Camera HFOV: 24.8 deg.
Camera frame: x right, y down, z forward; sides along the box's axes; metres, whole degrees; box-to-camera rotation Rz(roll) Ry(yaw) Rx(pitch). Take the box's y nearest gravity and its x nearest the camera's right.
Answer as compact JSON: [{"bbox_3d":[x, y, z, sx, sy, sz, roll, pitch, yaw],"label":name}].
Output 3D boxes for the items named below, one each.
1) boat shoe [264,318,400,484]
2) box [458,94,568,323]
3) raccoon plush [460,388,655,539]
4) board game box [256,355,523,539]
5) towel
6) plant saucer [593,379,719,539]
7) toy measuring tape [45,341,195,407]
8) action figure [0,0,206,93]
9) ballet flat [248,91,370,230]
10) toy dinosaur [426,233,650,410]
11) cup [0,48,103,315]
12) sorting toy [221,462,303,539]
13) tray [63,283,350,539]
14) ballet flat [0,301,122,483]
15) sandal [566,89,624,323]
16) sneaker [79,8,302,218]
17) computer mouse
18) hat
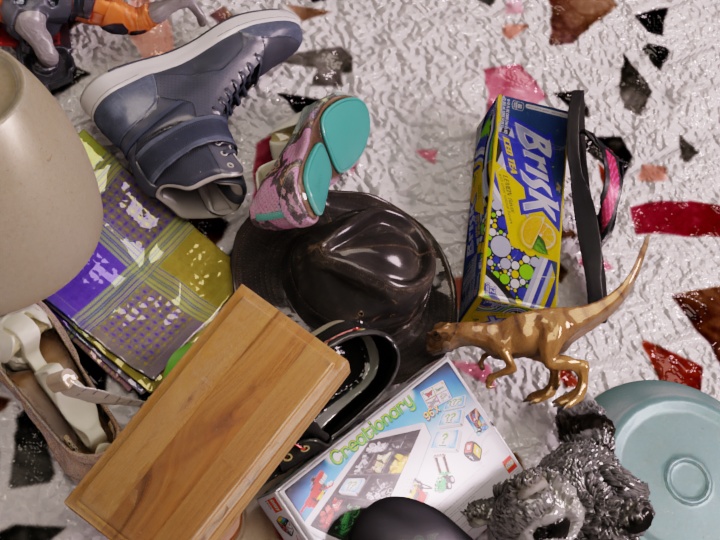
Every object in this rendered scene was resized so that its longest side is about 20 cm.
[{"bbox_3d":[-0.056,0.107,1.212,0.201,0.063,0.074,-39,110,-23],"label":"boat shoe"},{"bbox_3d":[0.131,-0.046,1.395,0.070,0.064,0.200,13,63,-10],"label":"box"},{"bbox_3d":[0.134,0.155,1.252,0.134,0.097,0.200,29,21,-27],"label":"raccoon plush"},{"bbox_3d":[0.031,0.169,1.246,0.200,0.035,0.126,-35,92,-36],"label":"board game box"},{"bbox_3d":[-0.196,-0.009,1.305,0.200,0.023,0.144,42,62,6],"label":"towel"},{"bbox_3d":[0.262,0.177,1.342,0.200,0.036,0.200,7,63,-13],"label":"plant saucer"},{"bbox_3d":[-0.143,0.077,1.228,0.200,0.074,0.074,19,57,-39],"label":"toy measuring tape"},{"bbox_3d":[-0.246,-0.253,1.360,0.193,0.105,0.200,-15,66,-15],"label":"action figure"},{"bbox_3d":[-0.048,-0.092,1.347,0.071,0.069,0.200,-9,27,20],"label":"ballet flat"},{"bbox_3d":[0.154,0.051,1.300,0.200,0.060,0.106,-16,100,-3],"label":"toy dinosaur"},{"bbox_3d":[-0.294,-0.085,1.215,0.200,0.143,0.200,3,50,-4],"label":"cup"},{"bbox_3d":[-0.075,0.221,1.221,0.185,0.036,0.200,4,64,-14],"label":"sorting toy"},{"bbox_3d":[-0.107,0.117,1.163,0.099,0.037,0.200,35,77,13],"label":"tray"},{"bbox_3d":[-0.237,0.071,1.227,0.068,0.067,0.200,-36,79,-21],"label":"ballet flat"},{"bbox_3d":[0.206,-0.055,1.395,0.045,0.075,0.200,-8,87,14],"label":"sandal"},{"bbox_3d":[-0.107,-0.125,1.349,0.202,0.077,0.146,-28,67,-22],"label":"sneaker"},{"bbox_3d":[0.075,0.239,1.200,0.200,0.053,0.139,44,59,-24],"label":"computer mouse"},{"bbox_3d":[0.000,0.000,1.316,0.200,0.081,0.201,10,62,-18],"label":"hat"}]
